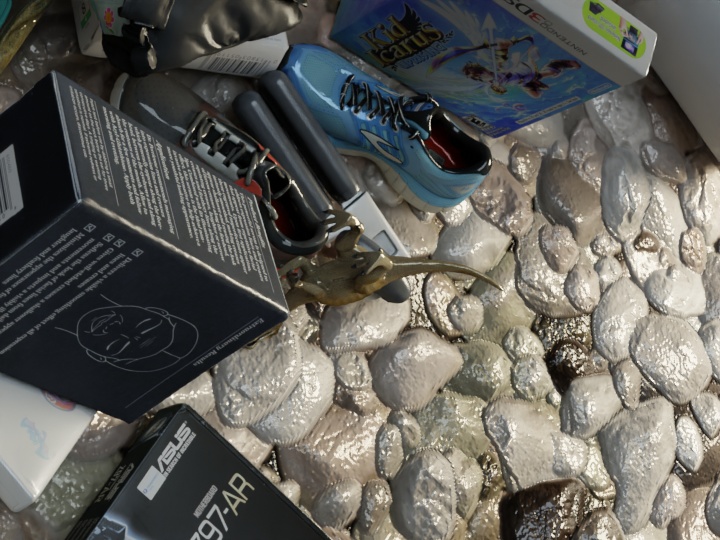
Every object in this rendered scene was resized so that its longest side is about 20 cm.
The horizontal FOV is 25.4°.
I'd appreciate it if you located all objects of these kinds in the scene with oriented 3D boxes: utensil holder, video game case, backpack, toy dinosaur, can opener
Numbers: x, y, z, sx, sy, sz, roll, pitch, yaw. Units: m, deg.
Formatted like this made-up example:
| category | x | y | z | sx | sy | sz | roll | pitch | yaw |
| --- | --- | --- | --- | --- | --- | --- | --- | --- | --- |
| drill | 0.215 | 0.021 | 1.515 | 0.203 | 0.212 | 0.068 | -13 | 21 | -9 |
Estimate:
| category | x | y | z | sx | sy | sz | roll | pitch | yaw |
| --- | --- | --- | --- | --- | --- | --- | --- | --- | --- |
| utensil holder | 0.353 | -0.209 | 1.472 | 0.200 | 0.170 | 0.170 | 51 | 56 | -10 |
| video game case | -0.245 | 0.031 | 1.026 | 0.201 | 0.024 | 0.182 | 53 | 22 | -13 |
| backpack | -0.132 | -0.247 | 1.086 | 0.166 | 0.126 | 0.202 | -26 | 111 | -34 |
| video game case | 0.101 | -0.186 | 1.268 | 0.180 | 0.199 | 0.046 | 30 | 65 | -24 |
| toy dinosaur | 0.000 | 0.000 | 1.178 | 0.198 | 0.101 | 0.059 | -15 | 63 | 3 |
| can opener | -0.021 | -0.061 | 1.226 | 0.053 | 0.067 | 0.201 | -39 | 109 | -15 |

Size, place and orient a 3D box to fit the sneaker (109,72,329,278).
| category | x | y | z | sx | sy | sz | roll | pitch | yaw |
| --- | --- | --- | --- | --- | --- | --- | --- | --- | --- |
| sneaker | -0.094 | -0.082 | 1.179 | 0.200 | 0.082 | 0.077 | 43 | 58 | -18 |

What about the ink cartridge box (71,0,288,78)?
| category | x | y | z | sx | sy | sz | roll | pitch | yaw |
| --- | --- | --- | --- | --- | --- | --- | --- | --- | --- |
| ink cartridge box | -0.148 | -0.249 | 1.219 | 0.160 | 0.050 | 0.202 | 3 | 60 | -34 |

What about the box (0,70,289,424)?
| category | x | y | z | sx | sy | sz | roll | pitch | yaw |
| --- | --- | --- | --- | --- | --- | --- | --- | --- | --- |
| box | -0.168 | -0.007 | 1.009 | 0.200 | 0.148 | 0.108 | 32 | 32 | -48 |

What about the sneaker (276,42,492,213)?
| category | x | y | z | sx | sy | sz | roll | pitch | yaw |
| --- | --- | --- | --- | --- | --- | --- | --- | --- | --- |
| sneaker | 0.024 | -0.125 | 1.267 | 0.199 | 0.090 | 0.079 | 29 | 63 | -21 |

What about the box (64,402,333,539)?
| category | x | y | z | sx | sy | sz | roll | pitch | yaw |
| --- | --- | --- | --- | --- | --- | --- | --- | --- | --- |
| box | -0.128 | 0.219 | 1.103 | 0.160 | 0.043 | 0.201 | 46 | 57 | -17 |

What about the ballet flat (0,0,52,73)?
| category | x | y | z | sx | sy | sz | roll | pitch | yaw |
| --- | --- | --- | --- | --- | --- | --- | --- | --- | --- |
| ballet flat | -0.249 | -0.187 | 1.111 | 0.071 | 0.070 | 0.201 | 40 | 56 | -20 |
